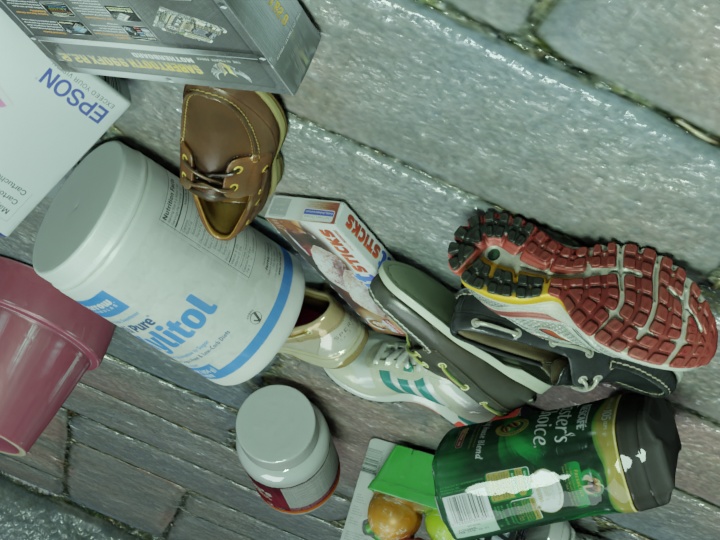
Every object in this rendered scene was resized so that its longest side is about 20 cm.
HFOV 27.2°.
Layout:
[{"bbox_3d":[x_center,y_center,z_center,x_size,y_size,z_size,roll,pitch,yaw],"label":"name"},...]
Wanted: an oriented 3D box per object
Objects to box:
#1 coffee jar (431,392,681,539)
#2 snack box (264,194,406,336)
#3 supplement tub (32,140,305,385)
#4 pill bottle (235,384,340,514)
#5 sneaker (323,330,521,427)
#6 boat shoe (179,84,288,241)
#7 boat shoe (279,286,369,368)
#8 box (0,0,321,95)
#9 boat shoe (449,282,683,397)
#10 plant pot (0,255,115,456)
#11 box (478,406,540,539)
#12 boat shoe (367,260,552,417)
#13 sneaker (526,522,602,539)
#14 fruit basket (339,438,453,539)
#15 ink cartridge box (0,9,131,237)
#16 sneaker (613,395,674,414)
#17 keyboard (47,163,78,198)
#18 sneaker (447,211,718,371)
[{"bbox_3d":[0.165,0.161,1.236,0.198,0.104,0.086,-13,103,19],"label":"coffee jar"},{"bbox_3d":[0.000,0.000,1.242,0.071,0.024,0.200,7,154,34],"label":"snack box"},{"bbox_3d":[-0.157,-0.003,1.244,0.199,0.133,0.131,33,157,-29],"label":"supplement tub"},{"bbox_3d":[-0.085,0.207,1.729,0.109,0.110,0.200,17,159,13],"label":"pill bottle"},{"bbox_3d":[0.059,0.083,1.354,0.198,0.071,0.094,21,142,9],"label":"sneaker"},{"bbox_3d":[-0.095,-0.081,1.073,0.071,0.068,0.200,19,159,8],"label":"boat shoe"},{"bbox_3d":[-0.084,0.037,1.371,0.199,0.074,0.069,5,142,36],"label":"boat shoe"},{"bbox_3d":[-0.143,-0.177,0.909,0.199,0.049,0.158,10,157,31],"label":"box"},{"bbox_3d":[0.162,0.063,1.180,0.199,0.061,0.074,27,158,-14],"label":"boat shoe"},{"bbox_3d":[-0.402,0.104,1.697,0.198,0.180,0.200,18,159,7],"label":"plant pot"},{"bbox_3d":[0.142,0.258,1.491,0.049,0.201,0.199,18,160,10],"label":"box"},{"bbox_3d":[0.075,0.062,1.232,0.201,0.072,0.061,34,115,-31],"label":"boat shoe"},{"bbox_3d":[0.247,0.319,1.735,0.115,0.074,0.200,20,170,1],"label":"sneaker"},{"bbox_3d":[0.067,0.310,1.705,0.184,0.202,0.094,12,173,24],"label":"fruit basket"},{"bbox_3d":[-0.300,-0.111,1.060,0.196,0.200,0.043,36,-165,-35],"label":"ink cartridge box"},{"bbox_3d":[0.225,0.175,1.364,0.076,0.085,0.200,21,160,5],"label":"sneaker"},{"bbox_3d":[-0.271,-0.100,1.297,0.056,0.011,0.200,24,160,9],"label":"keyboard"},{"bbox_3d":[0.162,0.018,1.067,0.199,0.078,0.082,24,166,23],"label":"sneaker"}]
